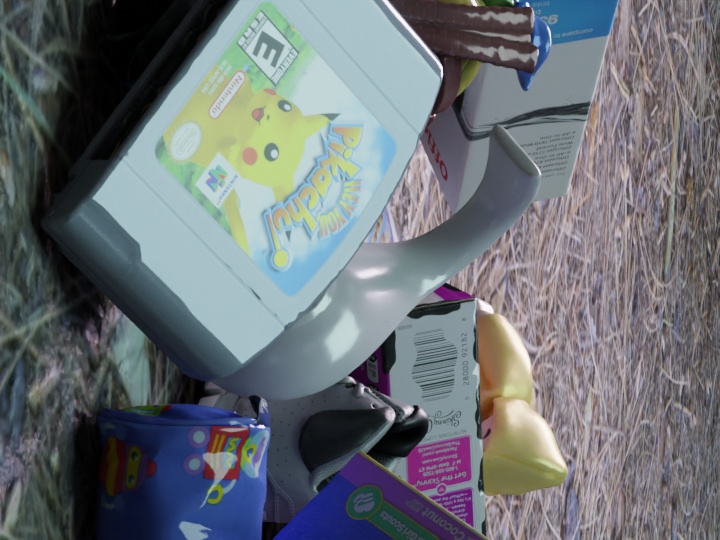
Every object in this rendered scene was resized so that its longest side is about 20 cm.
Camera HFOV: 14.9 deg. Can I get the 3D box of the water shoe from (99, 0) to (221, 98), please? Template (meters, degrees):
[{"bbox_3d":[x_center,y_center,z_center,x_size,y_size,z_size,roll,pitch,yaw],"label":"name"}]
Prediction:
[{"bbox_3d":[-0.093,-0.089,1.293,0.079,0.071,0.200,10,85,-43],"label":"water shoe"}]

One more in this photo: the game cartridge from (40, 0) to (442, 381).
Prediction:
[{"bbox_3d":[-0.046,-0.055,1.265,0.133,0.040,0.200,48,66,-33],"label":"game cartridge"}]

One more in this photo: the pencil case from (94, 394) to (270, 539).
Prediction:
[{"bbox_3d":[-0.082,0.156,1.272,0.087,0.078,0.200,1,90,-53],"label":"pencil case"}]

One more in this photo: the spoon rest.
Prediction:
[{"bbox_3d":[0.000,0.000,1.390,0.099,0.200,0.061,53,-16,30],"label":"spoon rest"}]

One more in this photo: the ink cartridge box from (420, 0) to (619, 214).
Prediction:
[{"bbox_3d":[0.082,-0.153,1.669,0.200,0.084,0.145,100,-26,-52],"label":"ink cartridge box"}]

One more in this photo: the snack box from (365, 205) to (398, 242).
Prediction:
[{"bbox_3d":[0.015,0.042,1.730,0.072,0.024,0.200,-72,157,-43],"label":"snack box"}]

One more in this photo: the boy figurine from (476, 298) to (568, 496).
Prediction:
[{"bbox_3d":[0.053,0.082,1.588,0.124,0.064,0.200,-61,-149,12],"label":"boy figurine"}]

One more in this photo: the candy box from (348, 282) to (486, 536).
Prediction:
[{"bbox_3d":[0.013,0.099,1.526,0.136,0.061,0.200,-154,-124,-62],"label":"candy box"}]

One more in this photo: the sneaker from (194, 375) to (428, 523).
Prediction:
[{"bbox_3d":[-0.015,0.052,1.417,0.075,0.115,0.200,81,22,-56],"label":"sneaker"}]

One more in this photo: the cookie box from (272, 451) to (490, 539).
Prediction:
[{"bbox_3d":[0.068,0.197,1.307,0.075,0.171,0.200,-47,136,-10],"label":"cookie box"}]

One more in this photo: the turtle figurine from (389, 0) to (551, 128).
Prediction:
[{"bbox_3d":[-0.023,-0.115,1.427,0.194,0.200,0.144,-38,160,-42],"label":"turtle figurine"}]
